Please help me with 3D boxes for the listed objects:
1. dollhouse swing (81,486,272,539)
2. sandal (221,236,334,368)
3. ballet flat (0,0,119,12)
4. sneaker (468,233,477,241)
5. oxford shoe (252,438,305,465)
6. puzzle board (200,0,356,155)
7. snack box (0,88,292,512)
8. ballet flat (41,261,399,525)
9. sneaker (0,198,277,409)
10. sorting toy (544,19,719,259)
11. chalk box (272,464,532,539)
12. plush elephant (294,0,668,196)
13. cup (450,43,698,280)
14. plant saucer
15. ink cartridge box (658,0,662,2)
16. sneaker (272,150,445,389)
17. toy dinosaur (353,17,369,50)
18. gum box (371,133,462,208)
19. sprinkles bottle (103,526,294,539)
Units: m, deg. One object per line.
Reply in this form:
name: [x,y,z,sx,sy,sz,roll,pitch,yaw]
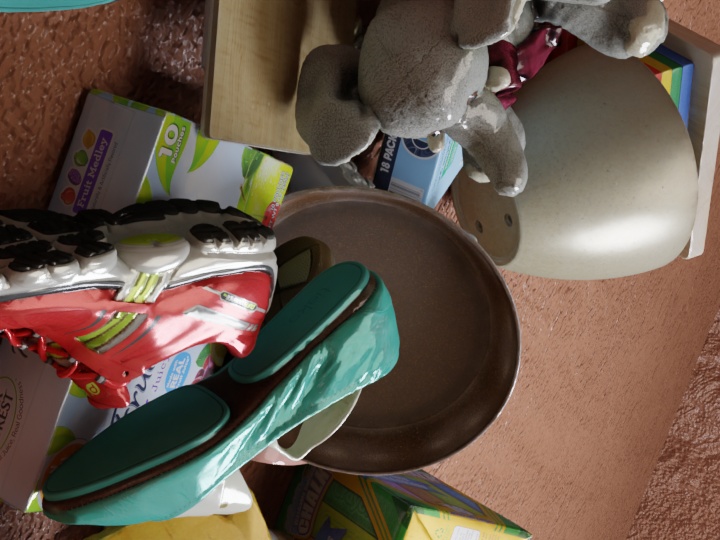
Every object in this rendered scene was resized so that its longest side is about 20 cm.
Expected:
dollhouse swing: [-0.148,0.222,0.714,0.199,0.175,0.183,-25,101,-25]
sandal: [-0.055,0.058,0.755,0.081,0.054,0.201,-90,-156,-49]
ballet flat: [-0.096,-0.153,0.567,0.199,0.072,0.072,-13,123,-41]
sneaker: [0.016,0.012,0.961,0.200,0.110,0.078,173,-90,-81]
oxford shoe: [-0.025,0.089,0.922,0.200,0.070,0.075,-1,107,-66]
puzzle board: [-0.040,-0.166,0.694,0.150,0.017,0.202,-1,95,-65]
snack box: [-0.117,0.020,0.681,0.142,0.053,0.202,15,94,-65]
ballet flat: [-0.057,0.077,0.636,0.199,0.067,0.071,-36,116,-17]
sneaker: [-0.121,0.022,0.565,0.198,0.077,0.086,-5,111,-33]
sorting toy: [0.225,-0.133,1.167,0.069,0.200,0.200,-19,128,-23]
chalk box: [0.009,0.212,0.991,0.123,0.199,0.126,19,90,-34]
plush elephant: [0.055,-0.112,0.707,0.200,0.164,0.156,41,39,-22]
cup: [0.160,-0.074,1.088,0.142,0.200,0.202,-20,133,-23]
plant saucer: [-0.001,0.034,0.791,0.032,0.198,0.202,-73,170,-59]
ink cartridge box: [0.111,-0.242,0.785,0.068,0.198,0.116,-30,136,-56]
sneaker: [0.000,0.000,0.823,0.080,0.201,0.077,-35,-166,13]
toy dinosaur: [-0.004,-0.151,0.807,0.199,0.047,0.089,-16,130,-59]
gum box: [0.075,-0.148,0.914,0.200,0.044,0.171,-55,164,-49]
sprinkles bottle: [-0.095,0.188,0.849,0.069,0.068,0.200,-65,157,-11]
